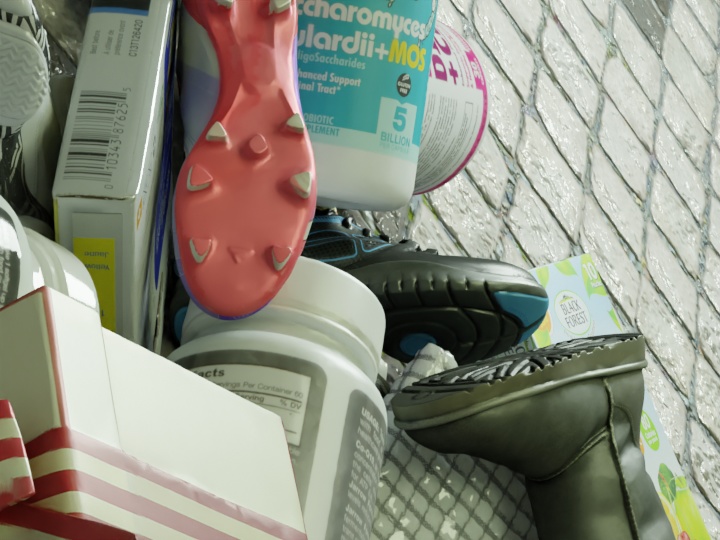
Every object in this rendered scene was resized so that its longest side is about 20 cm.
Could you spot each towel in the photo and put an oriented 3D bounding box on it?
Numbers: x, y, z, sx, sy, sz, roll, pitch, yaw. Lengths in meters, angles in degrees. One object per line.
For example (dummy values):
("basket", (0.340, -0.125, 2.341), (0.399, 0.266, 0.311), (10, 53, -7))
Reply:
("towel", (0.036, 0.163, 1.213), (0.200, 0.085, 0.166), (46, 56, -24))

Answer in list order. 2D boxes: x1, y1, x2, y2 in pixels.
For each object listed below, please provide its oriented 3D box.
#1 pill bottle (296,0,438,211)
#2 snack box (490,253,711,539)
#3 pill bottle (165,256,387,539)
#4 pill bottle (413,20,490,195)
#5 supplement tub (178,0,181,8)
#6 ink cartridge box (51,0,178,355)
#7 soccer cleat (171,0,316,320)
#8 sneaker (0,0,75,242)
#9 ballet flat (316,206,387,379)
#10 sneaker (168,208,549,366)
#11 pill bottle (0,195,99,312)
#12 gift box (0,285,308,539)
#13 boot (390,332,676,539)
("pill bottle", (-0.015, -0.135, 1.213), (0.111, 0.110, 0.201), (10, 86, -59))
("snack box", (0.130, 0.097, 1.374), (0.142, 0.053, 0.201), (-13, 79, -66))
("pill bottle", (-0.049, 0.099, 1.080), (0.114, 0.113, 0.201), (41, 46, -38))
("pill bottle", (-0.006, -0.103, 1.374), (0.114, 0.113, 0.200), (67, 20, 9))
("supplement tub", (-0.080, -0.221, 1.337), (0.141, 0.140, 0.200), (64, 25, 3))
("ink cartridge box", (-0.115, -0.030, 1.133), (0.198, 0.047, 0.201), (-88, -175, -46))
("soccer cleat", (-0.059, -0.063, 1.111), (0.066, 0.077, 0.201), (4, 65, -13))
("sneaker", (-0.168, -0.079, 1.051), (0.115, 0.075, 0.201), (-91, -179, -57))
("ballet flat", (-0.022, 0.041, 1.288), (0.076, 0.064, 0.201), (18, 51, -59))
("sneaker", (0.000, 0.000, 1.241), (0.073, 0.199, 0.082), (102, -11, -48))
("pill bottle", (-0.201, 0.002, 0.923), (0.200, 0.116, 0.117), (29, 41, -50))
("gift box", (-0.119, 0.135, 0.877), (0.187, 0.184, 0.201), (32, 33, -50))
("boot", (0.102, 0.140, 1.182), (0.181, 0.072, 0.201), (-9, 94, -38))
